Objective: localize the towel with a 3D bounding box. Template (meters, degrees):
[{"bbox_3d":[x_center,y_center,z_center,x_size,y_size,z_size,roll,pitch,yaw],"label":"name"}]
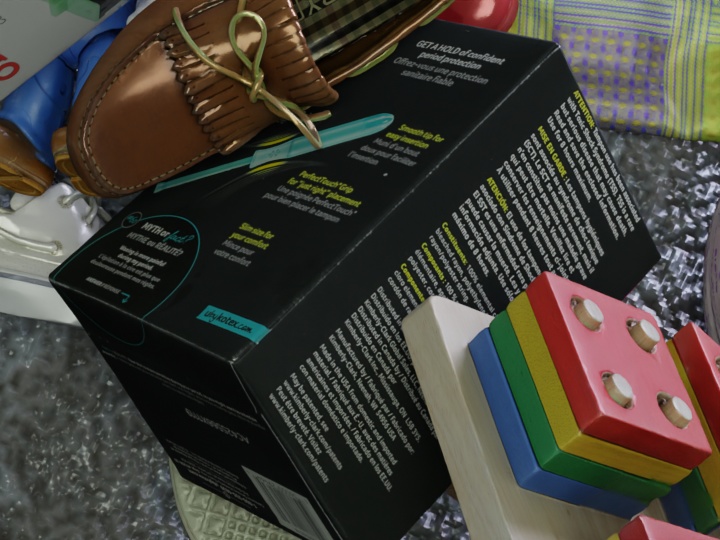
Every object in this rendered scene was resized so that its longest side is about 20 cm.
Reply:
[{"bbox_3d":[0.108,-0.142,1.083,0.198,0.023,0.145,10,86,-4],"label":"towel"}]

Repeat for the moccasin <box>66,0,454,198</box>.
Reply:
[{"bbox_3d":[-0.035,-0.094,0.938,0.200,0.078,0.074,-28,115,-19],"label":"moccasin"}]

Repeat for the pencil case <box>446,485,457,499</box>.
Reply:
[{"bbox_3d":[0.125,0.102,1.036,0.199,0.087,0.083,30,47,-3],"label":"pencil case"}]

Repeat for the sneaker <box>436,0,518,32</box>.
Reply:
[{"bbox_3d":[-0.015,-0.175,1.013,0.199,0.116,0.079,37,92,10],"label":"sneaker"}]

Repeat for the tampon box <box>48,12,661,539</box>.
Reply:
[{"bbox_3d":[0.000,0.000,0.962,0.200,0.149,0.127,-44,125,-20],"label":"tampon box"}]

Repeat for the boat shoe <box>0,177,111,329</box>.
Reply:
[{"bbox_3d":[-0.149,-0.013,1.035,0.198,0.071,0.070,12,89,3],"label":"boat shoe"}]

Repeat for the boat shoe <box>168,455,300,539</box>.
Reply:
[{"bbox_3d":[-0.034,0.134,1.039,0.074,0.062,0.201,-27,74,-1],"label":"boat shoe"}]

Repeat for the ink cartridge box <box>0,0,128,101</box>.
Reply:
[{"bbox_3d":[-0.128,-0.173,0.901,0.199,0.145,0.084,-36,67,11],"label":"ink cartridge box"}]

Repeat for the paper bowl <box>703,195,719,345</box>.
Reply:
[{"bbox_3d":[0.258,0.009,1.037,0.199,0.104,0.203,2,76,-9],"label":"paper bowl"}]

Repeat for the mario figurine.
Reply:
[{"bbox_3d":[-0.135,-0.141,1.004,0.122,0.106,0.202,12,70,-10],"label":"mario figurine"}]

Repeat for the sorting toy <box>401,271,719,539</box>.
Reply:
[{"bbox_3d":[0.131,0.102,0.868,0.070,0.198,0.201,-42,47,28],"label":"sorting toy"}]
